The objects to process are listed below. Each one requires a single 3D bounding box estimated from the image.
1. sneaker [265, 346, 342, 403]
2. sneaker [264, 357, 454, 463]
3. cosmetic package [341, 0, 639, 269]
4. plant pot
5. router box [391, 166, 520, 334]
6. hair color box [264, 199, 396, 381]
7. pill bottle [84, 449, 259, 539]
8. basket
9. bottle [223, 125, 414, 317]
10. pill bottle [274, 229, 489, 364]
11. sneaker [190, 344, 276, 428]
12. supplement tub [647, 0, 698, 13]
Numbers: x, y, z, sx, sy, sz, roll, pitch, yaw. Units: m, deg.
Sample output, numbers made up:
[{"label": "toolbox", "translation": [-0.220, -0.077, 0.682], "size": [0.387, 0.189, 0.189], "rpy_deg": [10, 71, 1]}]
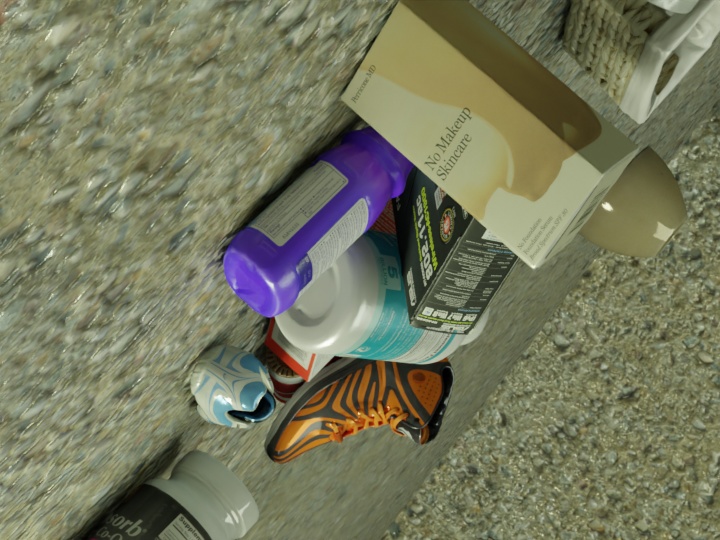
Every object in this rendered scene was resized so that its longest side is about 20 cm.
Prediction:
[{"label": "sneaker", "translation": [-0.017, 0.057, 1.785], "size": [0.200, 0.071, 0.113], "rpy_deg": [-38, 162, -20]}, {"label": "sneaker", "translation": [0.007, 0.139, 1.729], "size": [0.200, 0.112, 0.078], "rpy_deg": [-40, 159, -7]}, {"label": "cosmetic package", "translation": [0.094, -0.109, 1.322], "size": [0.071, 0.200, 0.105], "rpy_deg": [-32, 159, -53]}, {"label": "plant pot", "translation": [0.506, -0.101, 3.200], "size": [0.200, 0.134, 0.200], "rpy_deg": [-48, 170, -11]}, {"label": "router box", "translation": [0.081, -0.072, 1.465], "size": [0.150, 0.062, 0.201], "rpy_deg": [117, -26, -47]}, {"label": "hair color box", "translation": [0.000, 0.000, 1.683], "size": [0.200, 0.064, 0.111], "rpy_deg": [-43, 166, -26]}, {"label": "pill bottle", "translation": [-0.195, 0.269, 1.672], "size": [0.200, 0.116, 0.117], "rpy_deg": [-45, 168, -27]}, {"label": "basket", "translation": [0.288, -0.261, 1.798], "size": [0.136, 0.123, 0.200], "rpy_deg": [-47, 168, -11]}, {"label": "bottle", "translation": [-0.022, -0.053, 1.404], "size": [0.200, 0.065, 0.084], "rpy_deg": [-45, 168, -23]}, {"label": "pill bottle", "translation": [0.025, 0.023, 1.555], "size": [0.199, 0.111, 0.111], "rpy_deg": [8, 125, -48]}, {"label": "sneaker", "translation": [-0.109, 0.117, 1.619], "size": [0.072, 0.072, 0.200], "rpy_deg": [-50, 171, -6]}, {"label": "supplement tub", "translation": [0.286, -0.331, 1.489], "size": [0.200, 0.145, 0.145], "rpy_deg": [-55, 168, 28]}]
